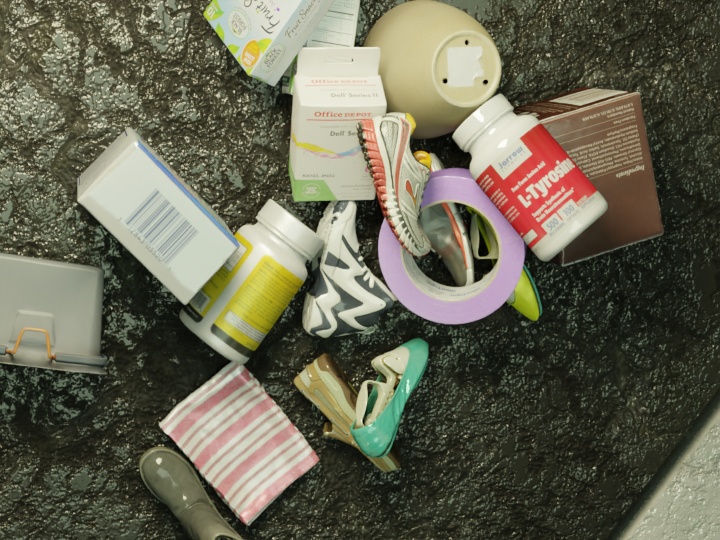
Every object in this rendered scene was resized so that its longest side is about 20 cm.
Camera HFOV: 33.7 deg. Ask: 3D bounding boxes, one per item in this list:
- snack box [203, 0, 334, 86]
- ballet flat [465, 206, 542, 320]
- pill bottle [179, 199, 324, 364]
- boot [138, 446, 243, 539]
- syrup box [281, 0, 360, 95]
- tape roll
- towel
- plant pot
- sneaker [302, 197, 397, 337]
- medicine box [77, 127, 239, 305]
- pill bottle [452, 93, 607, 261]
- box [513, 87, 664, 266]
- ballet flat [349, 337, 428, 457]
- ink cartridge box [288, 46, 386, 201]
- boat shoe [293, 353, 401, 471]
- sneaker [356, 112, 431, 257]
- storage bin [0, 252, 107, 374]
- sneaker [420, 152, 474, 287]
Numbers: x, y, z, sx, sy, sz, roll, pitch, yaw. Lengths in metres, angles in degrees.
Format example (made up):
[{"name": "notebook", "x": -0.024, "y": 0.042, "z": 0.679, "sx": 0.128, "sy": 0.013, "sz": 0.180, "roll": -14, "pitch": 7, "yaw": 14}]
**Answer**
[{"name": "snack box", "x": -0.099, "y": -0.356, "z": 1.492, "sx": 0.053, "sy": 0.143, "sz": 0.201, "roll": 16, "pitch": 119, "yaw": -48}, {"name": "ballet flat", "x": 0.199, "y": -0.015, "z": 1.704, "sx": 0.066, "sy": 0.067, "sz": 0.203, "roll": -21, "pitch": 99, "yaw": -18}, {"name": "pill bottle", "x": -0.142, "y": 0.013, "z": 1.594, "sx": 0.114, "sy": 0.114, "sz": 0.201, "roll": 37, "pitch": 90, "yaw": -18}, {"name": "boot", "x": -0.217, "y": 0.332, "z": 1.588, "sx": 0.072, "sy": 0.200, "sz": 0.182, "roll": -42, "pitch": 108, "yaw": -4}, {"name": "syrup box", "x": -0.049, "y": -0.330, "z": 1.571, "sx": 0.080, "sy": 0.079, "sz": 0.204, "roll": 5, "pitch": 99, "yaw": -15}, {"name": "tape roll", "x": 0.125, "y": -0.033, "z": 1.611, "sx": 0.196, "sy": 0.066, "sz": 0.204, "roll": 3, "pitch": 106, "yaw": 10}, {"name": "towel", "x": -0.167, "y": 0.241, "z": 1.671, "sx": 0.146, "sy": 0.030, "sz": 0.201, "roll": -40, "pitch": 108, "yaw": -9}, {"name": "plant pot", "x": 0.108, "y": -0.264, "z": 1.560, "sx": 0.184, "sy": 0.200, "sz": 0.191, "roll": -2, "pitch": 99, "yaw": -12}, {"name": "sneaker", "x": 0.000, "y": 0.000, "z": 1.648, "sx": 0.127, "sy": 0.079, "sz": 0.203, "roll": 8, "pitch": 98, "yaw": -17}, {"name": "medicine box", "x": -0.258, "y": -0.074, "z": 1.501, "sx": 0.103, "sy": 0.200, "sz": 0.182, "roll": -44, "pitch": 108, "yaw": 0}, {"name": "pill bottle", "x": 0.211, "y": -0.121, "z": 1.508, "sx": 0.112, "sy": 0.112, "sz": 0.201, "roll": -39, "pitch": 85, "yaw": -4}, {"name": "box", "x": 0.299, "y": -0.136, "z": 1.655, "sx": 0.162, "sy": 0.166, "sz": 0.203, "roll": -17, "pitch": 104, "yaw": -12}, {"name": "ballet flat", "x": 0.039, "y": 0.160, "z": 1.652, "sx": 0.070, "sy": 0.067, "sz": 0.202, "roll": 44, "pitch": 53, "yaw": -28}, {"name": "ink cartridge box", "x": -0.030, "y": -0.187, "z": 1.543, "sx": 0.115, "sy": 0.068, "sz": 0.202, "roll": -2, "pitch": 134, "yaw": -9}, {"name": "boat shoe", "x": -0.021, "y": 0.214, "z": 1.696, "sx": 0.076, "sy": 0.072, "sz": 0.201, "roll": -35, "pitch": 100, "yaw": 9}, {"name": "sneaker", "x": 0.060, "y": -0.107, "z": 1.519, "sx": 0.081, "sy": 0.078, "sz": 0.202, "roll": -20, "pitch": 120, "yaw": -2}, {"name": "storage bin", "x": -0.416, "y": 0.052, "z": 1.524, "sx": 0.196, "sy": 0.145, "sz": 0.137, "roll": 8, "pitch": 88, "yaw": -16}, {"name": "sneaker", "x": 0.105, "y": -0.061, "z": 1.678, "sx": 0.081, "sy": 0.077, "sz": 0.203, "roll": -19, "pitch": 100, "yaw": 9}]
